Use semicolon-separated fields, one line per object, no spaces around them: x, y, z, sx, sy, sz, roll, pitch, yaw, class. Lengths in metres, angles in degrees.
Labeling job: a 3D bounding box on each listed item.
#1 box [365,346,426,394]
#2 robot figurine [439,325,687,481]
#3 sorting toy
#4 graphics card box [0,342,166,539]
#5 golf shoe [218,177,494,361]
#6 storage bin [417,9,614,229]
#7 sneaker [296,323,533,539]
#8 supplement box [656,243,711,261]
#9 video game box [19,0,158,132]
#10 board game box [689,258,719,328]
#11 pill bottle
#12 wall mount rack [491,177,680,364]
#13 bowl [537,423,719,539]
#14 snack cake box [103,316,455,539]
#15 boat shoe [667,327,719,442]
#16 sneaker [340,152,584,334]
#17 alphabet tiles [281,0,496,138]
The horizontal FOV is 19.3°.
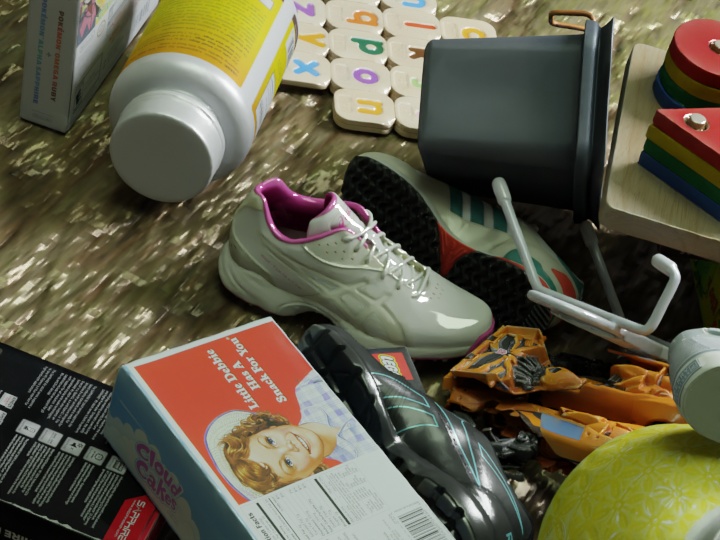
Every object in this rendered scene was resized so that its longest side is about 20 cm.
-0.007;0.134;1.342;0.136;0.040;0.200;-2;44;-22;box
0.143;0.089;1.389;0.199;0.058;0.145;15;32;29;robot figurine
0.277;-0.088;1.454;0.198;0.070;0.200;17;41;0;sorting toy
-0.208;0.112;1.294;0.199;0.051;0.126;21;41;4;graphics card box
0.000;0.000;1.454;0.199;0.092;0.075;17;38;4;golf shoe
0.115;-0.117;1.540;0.134;0.200;0.146;4;82;5;storage bin
0.029;0.112;1.307;0.079;0.075;0.200;-8;51;-45;sneaker
0.315;-0.066;1.562;0.199;0.086;0.111;6;42;-11;supplement box
-0.194;-0.232;1.586;0.047;0.183;0.200;20;40;4;video game box
0.306;0.043;1.540;0.101;0.048;0.200;9;41;-9;board game box
-0.119;-0.139;1.561;0.109;0.109;0.200;18;40;2;pill bottle
0.174;0.009;1.461;0.174;0.075;0.200;25;1;41;wall mount rack
0.211;0.184;1.231;0.199;0.108;0.201;3;80;-16;bowl
-0.050;0.129;1.246;0.115;0.067;0.200;-19;55;-35;snack cake box
0.271;0.082;1.251;0.200;0.070;0.072;21;27;-17;boat shoe
0.076;-0.020;1.535;0.200;0.071;0.093;36;27;24;sneaker
0.020;-0.175;1.720;0.195;0.015;0.200;6;41;-11;alphabet tiles
